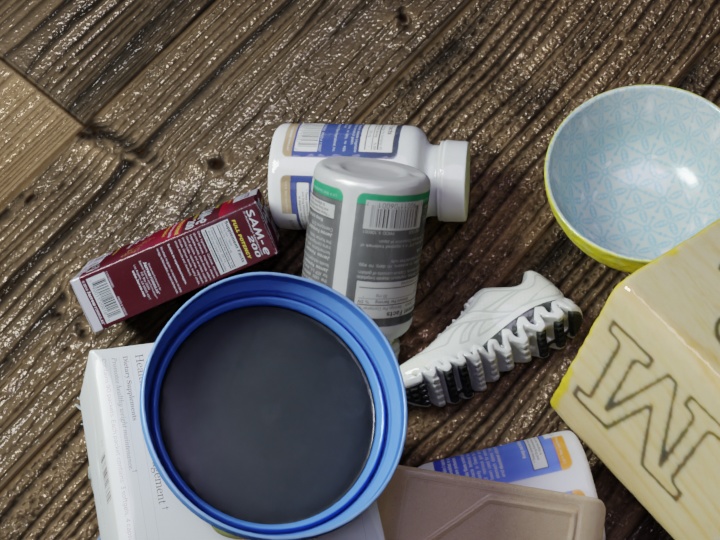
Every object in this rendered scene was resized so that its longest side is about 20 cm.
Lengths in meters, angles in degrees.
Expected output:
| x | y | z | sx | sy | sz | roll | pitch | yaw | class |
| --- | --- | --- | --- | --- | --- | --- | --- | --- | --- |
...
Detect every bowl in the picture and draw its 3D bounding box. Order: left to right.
| x | y | z | sx | sy | sz | roll | pitch | yaw | class |
| --- | --- | --- | --- | --- | --- | --- | --- | --- | --- |
| -0.065 | 0.101 | 0.853 | 0.200 | 0.039 | 0.202 | 6 | 68 | -16 | bowl |
| 0.282 | -0.072 | 1.140 | 0.199 | 0.108 | 0.201 | -4 | 62 | 7 | bowl |

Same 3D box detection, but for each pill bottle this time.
| x | y | z | sx | sy | sz | roll | pitch | yaw | class |
| --- | --- | --- | --- | --- | --- | --- | --- | --- | --- |
| 0.000 | 0.000 | 1.097 | 0.113 | 0.113 | 0.201 | 12 | 107 | 13 | pill bottle |
| 0.011 | -0.095 | 1.187 | 0.199 | 0.111 | 0.112 | 2 | 66 | 9 | pill bottle |
| 0.108 | 0.219 | 1.030 | 0.199 | 0.112 | 0.113 | -13 | 64 | 2 | pill bottle |

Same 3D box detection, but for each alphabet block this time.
| x | y | z | sx | sy | sz | roll | pitch | yaw | class |
| --- | --- | --- | --- | --- | --- | --- | --- | --- | --- |
| 0.316 | 0.097 | 0.986 | 0.195 | 0.197 | 0.200 | -27 | 63 | -32 | alphabet block |

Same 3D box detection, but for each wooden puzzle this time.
| x | y | z | sx | sy | sz | roll | pitch | yaw | class |
| --- | --- | --- | --- | --- | --- | --- | --- | --- | --- |
| 0.096 | 0.267 | 0.950 | 0.199 | 0.037 | 0.186 | 10 | 83 | -6 | wooden puzzle |

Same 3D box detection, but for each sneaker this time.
| x | y | z | sx | sy | sz | roll | pitch | yaw | class |
| --- | --- | --- | --- | --- | --- | --- | --- | --- | --- |
| 0.115 | 0.067 | 1.127 | 0.199 | 0.075 | 0.081 | -25 | 56 | -12 | sneaker |

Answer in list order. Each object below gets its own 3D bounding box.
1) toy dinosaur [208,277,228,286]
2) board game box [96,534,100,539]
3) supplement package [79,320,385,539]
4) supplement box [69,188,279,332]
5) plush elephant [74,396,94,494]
| x | y | z | sx | sy | sz | roll | pitch | yaw | class |
| --- | --- | --- | --- | --- | --- | --- | --- | --- | --- |
| -0.109 | 0.028 | 1.098 | 0.181 | 0.105 | 0.201 | -41 | 51 | 38 | toy dinosaur |
| -0.221 | 0.321 | 1.000 | 0.158 | 0.039 | 0.200 | 51 | 122 | 28 | board game box |
| -0.109 | 0.159 | 0.922 | 0.199 | 0.147 | 0.192 | -7 | 73 | -20 | supplement package |
| -0.184 | -0.013 | 1.166 | 0.199 | 0.109 | 0.061 | -23 | 101 | 1 | supplement box |
| -0.173 | 0.188 | 1.069 | 0.199 | 0.156 | 0.165 | 3 | 17 | -31 | plush elephant |
